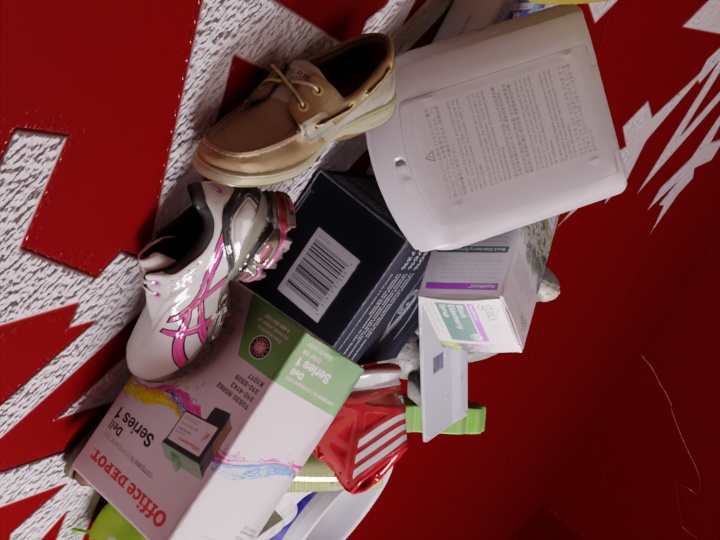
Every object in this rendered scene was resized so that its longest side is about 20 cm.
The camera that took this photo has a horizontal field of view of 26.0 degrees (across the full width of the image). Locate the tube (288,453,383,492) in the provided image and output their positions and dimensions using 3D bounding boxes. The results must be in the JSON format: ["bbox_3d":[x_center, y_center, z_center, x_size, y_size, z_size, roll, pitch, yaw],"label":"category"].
[{"bbox_3d":[-0.077,0.200,1.570,0.052,0.199,0.058,-113,-160,-70],"label":"tube"}]

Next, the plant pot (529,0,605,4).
[{"bbox_3d":[0.165,-0.279,1.157,0.142,0.201,0.200,-30,176,32],"label":"plant pot"}]

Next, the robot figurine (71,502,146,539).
[{"bbox_3d":[-0.163,0.273,1.414,0.176,0.200,0.116,-48,-175,-15],"label":"robot figurine"}]

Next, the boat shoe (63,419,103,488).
[{"bbox_3d":[-0.169,0.150,1.344,0.200,0.068,0.072,-21,148,-57],"label":"boat shoe"}]

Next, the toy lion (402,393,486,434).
[{"bbox_3d":[0.030,0.147,1.633,0.200,0.191,0.069,4,92,-69],"label":"toy lion"}]

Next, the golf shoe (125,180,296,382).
[{"bbox_3d":[-0.134,0.004,1.161,0.092,0.073,0.200,15,127,-33],"label":"golf shoe"}]

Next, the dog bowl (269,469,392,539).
[{"bbox_3d":[-0.053,0.280,1.894,0.200,0.079,0.200,-45,162,-19],"label":"dog bowl"}]

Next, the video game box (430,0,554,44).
[{"bbox_3d":[0.122,-0.206,1.391,0.182,0.047,0.200,-27,151,-57],"label":"video game box"}]

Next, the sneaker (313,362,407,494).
[{"bbox_3d":[-0.049,0.155,1.436,0.199,0.116,0.078,-12,175,28],"label":"sneaker"}]

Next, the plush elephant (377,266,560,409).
[{"bbox_3d":[0.069,0.046,1.569,0.200,0.165,0.155,-48,179,31],"label":"plush elephant"}]

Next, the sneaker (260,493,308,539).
[{"bbox_3d":[-0.106,0.253,1.706,0.100,0.075,0.200,-41,160,-33],"label":"sneaker"}]

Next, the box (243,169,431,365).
[{"bbox_3d":[0.000,0.000,1.404,0.148,0.104,0.200,-55,163,13],"label":"box"}]

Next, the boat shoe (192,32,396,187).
[{"bbox_3d":[-0.045,-0.121,1.116,0.200,0.074,0.067,-36,145,-45],"label":"boat shoe"}]

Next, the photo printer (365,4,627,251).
[{"bbox_3d":[0.105,-0.113,1.277,0.199,0.167,0.069,-19,-170,-11],"label":"photo printer"}]

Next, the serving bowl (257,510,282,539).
[{"bbox_3d":[-0.176,0.286,1.574,0.200,0.066,0.200,-35,174,-5],"label":"serving bowl"}]

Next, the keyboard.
[{"bbox_3d":[0.079,0.083,1.481,0.056,0.011,0.201,-27,137,-23],"label":"keyboard"}]

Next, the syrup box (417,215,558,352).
[{"bbox_3d":[0.119,-0.032,1.370,0.079,0.081,0.201,62,39,-46],"label":"syrup box"}]

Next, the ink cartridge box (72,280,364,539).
[{"bbox_3d":[-0.114,0.118,1.225,0.084,0.145,0.200,35,87,-45],"label":"ink cartridge box"}]
